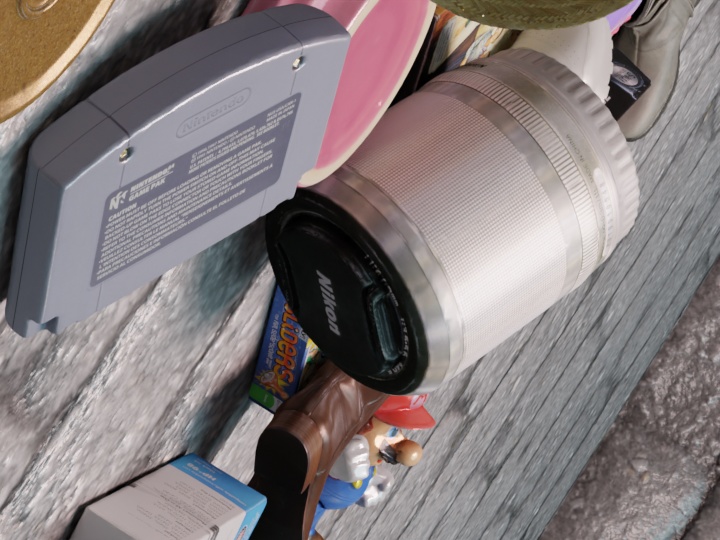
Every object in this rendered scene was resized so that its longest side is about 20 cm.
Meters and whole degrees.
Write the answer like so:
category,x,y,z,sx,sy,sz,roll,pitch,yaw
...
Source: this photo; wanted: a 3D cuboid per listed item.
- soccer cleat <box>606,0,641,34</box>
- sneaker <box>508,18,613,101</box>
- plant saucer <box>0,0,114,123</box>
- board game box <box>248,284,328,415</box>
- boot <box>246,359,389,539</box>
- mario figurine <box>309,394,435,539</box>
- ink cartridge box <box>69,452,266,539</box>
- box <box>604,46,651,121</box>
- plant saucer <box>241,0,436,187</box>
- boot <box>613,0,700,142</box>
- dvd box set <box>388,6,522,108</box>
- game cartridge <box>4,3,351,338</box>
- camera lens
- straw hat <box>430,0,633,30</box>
category,x,y,z,sx,sy,sz,roll,pitch,yaw
soccer cleat,0.161,-0.177,1.726,0.076,0.067,0.200,-4,139,-33
sneaker,0.104,-0.105,1.620,0.200,0.076,0.080,-61,149,-2
plant saucer,-0.136,-0.126,0.943,0.200,0.035,0.200,-53,164,-21
board game box,0.000,0.000,1.672,0.200,0.034,0.135,-46,161,-40
boot,-0.018,0.116,1.675,0.200,0.064,0.186,-50,167,-46
mario figurine,-0.001,0.160,1.847,0.200,0.106,0.123,-56,-158,23
ink cartridge box,-0.146,0.199,1.521,0.116,0.067,0.200,-62,166,17
box,0.127,-0.073,1.844,0.200,0.044,0.160,-45,179,-45
plant saucer,-0.015,-0.124,1.333,0.201,0.051,0.201,-53,166,-20
boot,0.237,-0.209,2.013,0.131,0.068,0.200,-1,114,-68
dvd box set,0.073,-0.164,1.589,0.200,0.029,0.146,-44,160,-44
game cartridge,-0.090,-0.056,1.180,0.200,0.042,0.133,-32,148,-38
camera lens,0.054,-0.029,1.471,0.200,0.160,0.160,-34,156,-27
straw hat,0.085,-0.228,1.204,0.085,0.201,0.201,-68,-176,-68
